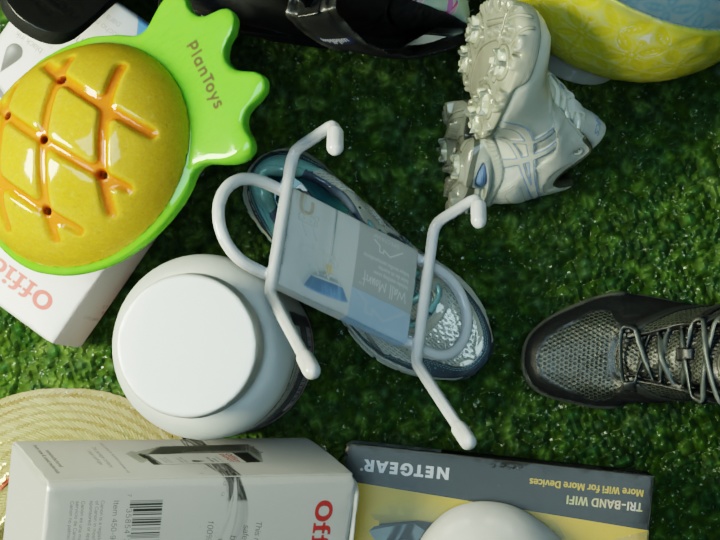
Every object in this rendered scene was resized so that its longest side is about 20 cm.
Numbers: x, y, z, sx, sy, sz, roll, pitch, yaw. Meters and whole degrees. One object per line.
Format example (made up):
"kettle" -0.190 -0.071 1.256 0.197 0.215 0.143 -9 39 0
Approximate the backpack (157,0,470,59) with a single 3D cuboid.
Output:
"backpack" -0.014 -0.198 1.259 0.199 0.166 0.128 7 93 -37

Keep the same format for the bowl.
"bowl" 0.151 -0.182 1.275 0.200 0.200 0.108 34 132 4

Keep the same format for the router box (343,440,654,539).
"router box" 0.081 0.197 1.302 0.198 0.052 0.158 5 88 3

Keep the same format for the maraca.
"maraca" -0.145 -0.079 1.206 0.199 0.107 0.138 -31 75 16

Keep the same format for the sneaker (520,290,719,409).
"sneaker" 0.200 0.051 1.273 0.198 0.114 0.077 3 86 5

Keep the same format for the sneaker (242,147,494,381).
"sneaker" 0.000 0.000 1.297 0.200 0.086 0.078 39 90 4

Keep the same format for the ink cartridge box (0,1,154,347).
"ink cartridge box" -0.190 -0.072 1.313 0.146 0.086 0.201 34 88 4

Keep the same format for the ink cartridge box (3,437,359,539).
"ink cartridge box" -0.114 0.182 1.245 0.199 0.083 0.148 2 103 -26

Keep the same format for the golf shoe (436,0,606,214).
"golf shoe" 0.106 -0.104 1.251 0.096 0.200 0.079 -1 67 -6

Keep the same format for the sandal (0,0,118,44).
"sandal" -0.154 -0.210 1.278 0.075 0.200 0.045 32 133 1

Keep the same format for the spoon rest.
"spoon rest" 0.123 0.213 1.251 0.199 0.061 0.100 23 89 17

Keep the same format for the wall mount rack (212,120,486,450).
"wall mount rack" 0.007 0.014 1.194 0.199 0.074 0.175 25 57 -30

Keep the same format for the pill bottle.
"pill bottle" -0.090 0.047 1.244 0.110 0.200 0.112 0 87 4

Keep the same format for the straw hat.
"straw hat" -0.200 0.167 1.302 0.199 0.085 0.203 0 88 3
